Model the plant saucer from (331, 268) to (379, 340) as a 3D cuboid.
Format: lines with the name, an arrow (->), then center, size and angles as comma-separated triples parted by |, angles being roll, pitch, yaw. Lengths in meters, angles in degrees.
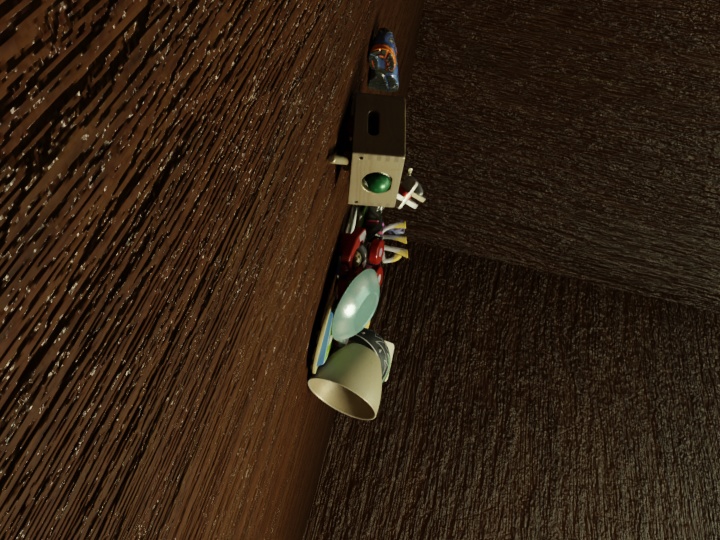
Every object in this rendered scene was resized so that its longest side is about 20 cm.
plant saucer -> 0.001, 0.095, 1.418 | 0.201, 0.038, 0.203 | -46, 151, -34

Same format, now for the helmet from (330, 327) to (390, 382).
helmet -> -0.002, 0.270, 1.669 | 0.192, 0.198, 0.200 | -57, 170, -19

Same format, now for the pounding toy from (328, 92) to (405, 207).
pounding toy -> 0.011, -0.228, 1.106 | 0.185, 0.140, 0.202 | 98, -5, -60

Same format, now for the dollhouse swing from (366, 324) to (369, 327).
dollhouse swing -> -0.041, 0.111, 2.143 | 0.180, 0.175, 0.203 | 14, 90, -45

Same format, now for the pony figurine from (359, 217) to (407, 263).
pony figurine -> 0.050, -0.109, 1.822 | 0.167, 0.197, 0.196 | 73, 14, -70

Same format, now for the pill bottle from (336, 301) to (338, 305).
pill bottle -> -0.015, 0.103, 1.878 | 0.200, 0.111, 0.114 | -68, 171, -69

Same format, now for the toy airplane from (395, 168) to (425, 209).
toy airplane -> 0.074, -0.230, 1.386 | 0.200, 0.197, 0.143 | 30, 84, -85

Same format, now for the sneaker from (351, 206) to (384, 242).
sneaker -> 0.037, -0.124, 1.563 | 0.202, 0.083, 0.077 | -64, 161, 4

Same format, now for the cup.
cup -> -0.021, 0.279, 1.491 | 0.201, 0.198, 0.144 | 98, 18, -59

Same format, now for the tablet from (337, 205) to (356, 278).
tablet -> -0.038, -0.089, 1.611 | 0.131, 0.013, 0.202 | 96, 7, -63

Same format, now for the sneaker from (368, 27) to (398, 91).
sneaker -> 0.058, -0.471, 1.280 | 0.200, 0.074, 0.080 | 94, 6, -79

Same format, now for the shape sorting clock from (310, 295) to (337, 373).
shape sorting clock -> -0.092, 0.159, 1.413 | 0.200, 0.039, 0.203 | 11, 90, -88

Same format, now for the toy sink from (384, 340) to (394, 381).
toy sink -> -0.005, 0.276, 1.855 | 0.111, 0.198, 0.132 | -3, -110, 53

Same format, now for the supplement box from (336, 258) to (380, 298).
supplement box -> 0.000, 0.000, 1.687 | 0.200, 0.102, 0.132 | -80, -174, -68

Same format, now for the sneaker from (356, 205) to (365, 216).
sneaker -> 0.018, -0.233, 1.556 | 0.089, 0.075, 0.202 | -49, 153, -36

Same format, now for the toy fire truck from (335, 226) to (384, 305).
toy fire truck -> -0.016, 0.001, 1.469 | 0.168, 0.111, 0.202 | -56, 153, -52

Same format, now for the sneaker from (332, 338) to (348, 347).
sneaker -> -0.060, 0.149, 1.595 | 0.200, 0.081, 0.078 | -46, 129, -65
